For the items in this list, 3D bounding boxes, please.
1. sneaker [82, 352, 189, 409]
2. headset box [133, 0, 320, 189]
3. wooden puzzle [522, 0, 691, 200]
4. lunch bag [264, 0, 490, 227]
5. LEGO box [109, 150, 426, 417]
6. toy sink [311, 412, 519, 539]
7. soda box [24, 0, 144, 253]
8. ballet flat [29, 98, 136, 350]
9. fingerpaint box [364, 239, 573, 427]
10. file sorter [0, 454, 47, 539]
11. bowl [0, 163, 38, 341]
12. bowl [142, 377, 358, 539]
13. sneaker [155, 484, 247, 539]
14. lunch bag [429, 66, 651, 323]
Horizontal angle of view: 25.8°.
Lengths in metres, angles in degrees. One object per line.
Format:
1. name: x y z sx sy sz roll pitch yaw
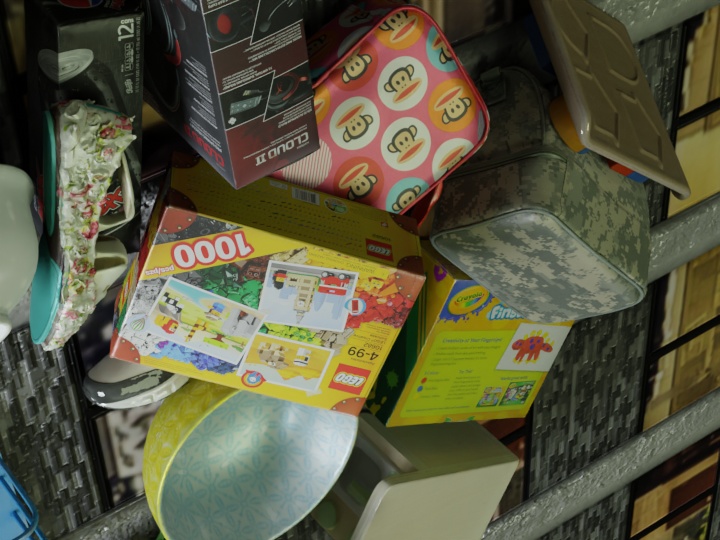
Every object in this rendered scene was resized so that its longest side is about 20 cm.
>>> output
1. sneaker: -0.146 0.037 1.282 0.200 0.074 0.080 -36 125 -21
2. headset box: -0.103 -0.164 1.077 0.075 0.149 0.200 -28 137 -21
3. wooden puzzle: 0.200 -0.157 1.352 0.046 0.185 0.200 -29 150 26
4. lunch bag: 0.001 -0.101 1.241 0.200 0.082 0.176 -38 120 -5
5. LEGO box: -0.072 0.013 1.190 0.200 0.077 0.149 15 124 -15
6. toy sink: 0.035 0.217 1.550 0.200 0.112 0.130 -4 125 -46
7. soda box: -0.194 -0.103 1.106 0.063 0.071 0.200 -14 131 -26
8. ballet flat: -0.187 -0.026 1.071 0.064 0.076 0.200 -3 130 -21
9. fingerpaint box: 0.106 0.059 1.511 0.200 0.073 0.167 0 123 -43
10. file sorter: -0.312 0.253 1.258 0.139 0.123 0.200 -29 137 -22
11. bowl: -0.290 0.017 1.031 0.201 0.090 0.201 -27 170 -5
12. bowl: -0.112 0.136 1.352 0.200 0.108 0.200 -24 136 -25
13. sneaker: -0.156 0.279 1.448 0.077 0.084 0.200 4 121 -43
14. lunch bag: 0.164 -0.067 1.384 0.200 0.139 0.168 35 55 -41
